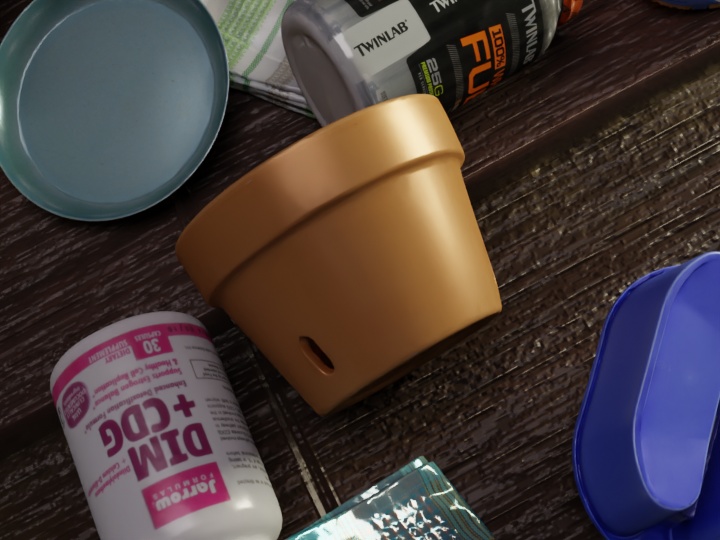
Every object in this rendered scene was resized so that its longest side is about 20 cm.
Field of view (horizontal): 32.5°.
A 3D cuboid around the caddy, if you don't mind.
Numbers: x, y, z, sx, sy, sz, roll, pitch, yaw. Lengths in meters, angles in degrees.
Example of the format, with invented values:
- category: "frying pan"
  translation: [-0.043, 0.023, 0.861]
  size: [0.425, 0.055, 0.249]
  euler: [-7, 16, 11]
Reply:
- category: "caddy"
  translation: [0.212, 0.087, 0.760]
  size: [0.140, 0.105, 0.202]
  euler: [23, 71, -7]

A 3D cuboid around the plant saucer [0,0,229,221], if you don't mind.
- category: "plant saucer"
  translation: [-0.191, -0.134, 0.946]
  size: [0.198, 0.027, 0.203]
  euler: [-2, 80, 11]

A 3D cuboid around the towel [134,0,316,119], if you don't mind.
- category: "towel"
  translation: [-0.064, -0.205, 0.970]
  size: [0.198, 0.031, 0.150]
  euler: [21, 73, 17]

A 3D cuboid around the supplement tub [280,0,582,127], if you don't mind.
- category: "supplement tub"
  translation: [0.053, -0.177, 0.878]
  size: [0.199, 0.123, 0.123]
  euler: [-32, 65, -15]

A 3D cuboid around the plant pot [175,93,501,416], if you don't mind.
- category: "plant pot"
  translation: [0.000, 0.000, 0.796]
  size: [0.199, 0.200, 0.141]
  euler: [-30, 83, -4]

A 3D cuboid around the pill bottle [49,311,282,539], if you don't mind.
- category: "pill bottle"
  translation: [-0.117, 0.138, 0.788]
  size: [0.112, 0.114, 0.201]
  euler: [-26, 66, -2]

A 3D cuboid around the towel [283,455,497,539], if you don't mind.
- category: "towel"
  translation: [0.055, 0.210, 0.733]
  size: [0.146, 0.022, 0.200]
  euler: [-22, 60, -42]

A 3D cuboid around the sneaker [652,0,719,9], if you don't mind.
- category: "sneaker"
  translation: [0.297, -0.253, 0.896]
  size: [0.198, 0.088, 0.076]
  euler: [-14, 67, 5]
